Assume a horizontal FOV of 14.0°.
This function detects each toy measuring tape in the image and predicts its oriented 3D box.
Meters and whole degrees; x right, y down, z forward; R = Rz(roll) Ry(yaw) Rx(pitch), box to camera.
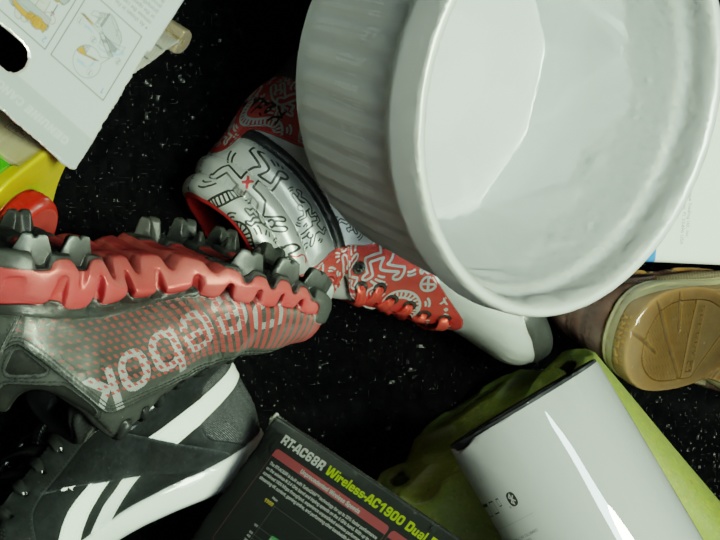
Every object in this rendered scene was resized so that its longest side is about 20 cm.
[{"bbox_3d":[-0.150,-0.048,1.343,0.200,0.073,0.074,-42,114,-39],"label":"toy measuring tape"}]

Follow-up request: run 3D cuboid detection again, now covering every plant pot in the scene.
[{"bbox_3d":[0.107,0.148,1.444,0.200,0.200,0.185,-37,100,-22],"label":"plant pot"}]

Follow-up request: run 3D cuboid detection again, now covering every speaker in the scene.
[{"bbox_3d":[0.123,0.146,1.323,0.081,0.081,0.200,-30,87,-24],"label":"speaker"}]

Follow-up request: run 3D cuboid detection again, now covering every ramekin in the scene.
[{"bbox_3d":[0.062,-0.088,1.337,0.200,0.105,0.201,-16,115,-40],"label":"ramekin"}]

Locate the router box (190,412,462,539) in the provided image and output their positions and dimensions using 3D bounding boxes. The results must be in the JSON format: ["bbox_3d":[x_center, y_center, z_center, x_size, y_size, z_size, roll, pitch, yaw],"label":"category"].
[{"bbox_3d":[-0.006,0.175,1.314,0.150,0.200,0.062,-55,137,-4],"label":"router box"}]

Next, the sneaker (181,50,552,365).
[{"bbox_3d":[-0.001,0.000,1.424,0.108,0.067,0.201,-47,111,-17],"label":"sneaker"}]

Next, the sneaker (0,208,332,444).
[{"bbox_3d":[-0.101,0.028,1.303,0.200,0.071,0.098,2,104,-40],"label":"sneaker"}]

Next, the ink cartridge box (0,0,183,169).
[{"bbox_3d":[-0.145,-0.172,1.321,0.162,0.057,0.200,41,70,-27],"label":"ink cartridge box"}]

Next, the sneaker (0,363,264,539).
[{"bbox_3d":[-0.142,0.075,1.352,0.200,0.073,0.112,-26,104,-34],"label":"sneaker"}]

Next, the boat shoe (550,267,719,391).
[{"bbox_3d":[0.170,0.027,1.523,0.200,0.072,0.072,-1,106,-51],"label":"boat shoe"}]

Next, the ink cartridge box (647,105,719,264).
[{"bbox_3d":[0.187,-0.061,1.524,0.199,0.067,0.117,3,92,-30],"label":"ink cartridge box"}]
